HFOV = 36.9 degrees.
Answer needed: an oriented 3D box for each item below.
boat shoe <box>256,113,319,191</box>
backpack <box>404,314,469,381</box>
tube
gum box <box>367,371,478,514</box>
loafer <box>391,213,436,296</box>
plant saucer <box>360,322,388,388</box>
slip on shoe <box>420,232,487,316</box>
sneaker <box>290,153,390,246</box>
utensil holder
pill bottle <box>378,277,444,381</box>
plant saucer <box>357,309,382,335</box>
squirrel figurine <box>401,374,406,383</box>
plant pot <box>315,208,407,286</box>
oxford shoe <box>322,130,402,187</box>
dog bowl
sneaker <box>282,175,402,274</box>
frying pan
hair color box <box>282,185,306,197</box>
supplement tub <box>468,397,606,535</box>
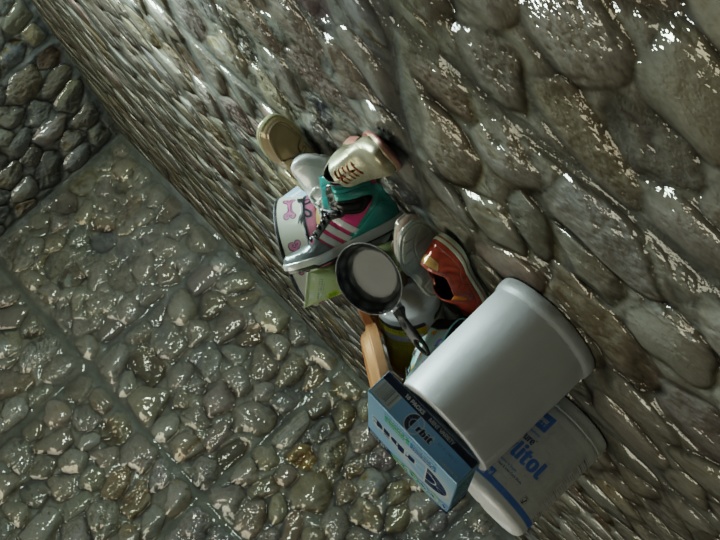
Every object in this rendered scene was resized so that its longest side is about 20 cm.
[{"bbox_3d":[-0.099,-0.185,1.774,0.065,0.072,0.200,33,168,39],"label":"boat shoe"},{"bbox_3d":[0.148,0.189,1.627,0.175,0.201,0.153,30,161,-18],"label":"backpack"},{"bbox_3d":[0.000,0.000,1.665,0.052,0.199,0.058,2,110,62],"label":"tube"},{"bbox_3d":[0.081,0.242,1.487,0.170,0.045,0.200,45,164,17],"label":"gum box"},{"bbox_3d":[0.080,-0.029,1.605,0.063,0.072,0.200,47,174,33],"label":"loafer"},{"bbox_3d":[0.033,0.188,1.795,0.200,0.032,0.202,167,90,-88],"label":"plant saucer"},{"bbox_3d":[0.135,0.021,1.572,0.074,0.061,0.200,37,168,36],"label":"slip on shoe"},{"bbox_3d":[-0.035,-0.104,1.702,0.200,0.087,0.074,44,128,-8],"label":"sneaker"},{"bbox_3d":[0.180,0.138,1.428,0.170,0.200,0.170,46,171,10],"label":"utensil holder"},{"bbox_3d":[0.098,0.121,1.856,0.111,0.111,0.201,38,151,46],"label":"pill bottle"},{"bbox_3d":[0.014,0.019,1.946,0.200,0.032,0.201,-17,-90,-78],"label":"plant saucer"},{"bbox_3d":[0.161,0.194,1.779,0.142,0.186,0.200,50,170,47],"label":"squirrel figurine"},{"bbox_3d":[-0.003,-0.037,1.796,0.200,0.027,0.200,40,-163,-15],"label":"plant pot"},{"bbox_3d":[0.001,-0.142,1.478,0.071,0.074,0.200,49,170,-10],"label":"oxford shoe"},{"bbox_3d":[-0.079,-0.042,1.869,0.200,0.073,0.201,-18,-90,-77],"label":"dog bowl"},{"bbox_3d":[-0.046,-0.082,1.625,0.121,0.199,0.084,63,-175,-7],"label":"sneaker"},{"bbox_3d":[0.045,0.030,1.580,0.189,0.031,0.115,32,126,16],"label":"frying pan"},{"bbox_3d":[-0.076,-0.069,2.067,0.200,0.061,0.099,50,174,42],"label":"hair color box"},{"bbox_3d":[0.267,0.298,1.671,0.132,0.200,0.132,45,170,10],"label":"supplement tub"}]
